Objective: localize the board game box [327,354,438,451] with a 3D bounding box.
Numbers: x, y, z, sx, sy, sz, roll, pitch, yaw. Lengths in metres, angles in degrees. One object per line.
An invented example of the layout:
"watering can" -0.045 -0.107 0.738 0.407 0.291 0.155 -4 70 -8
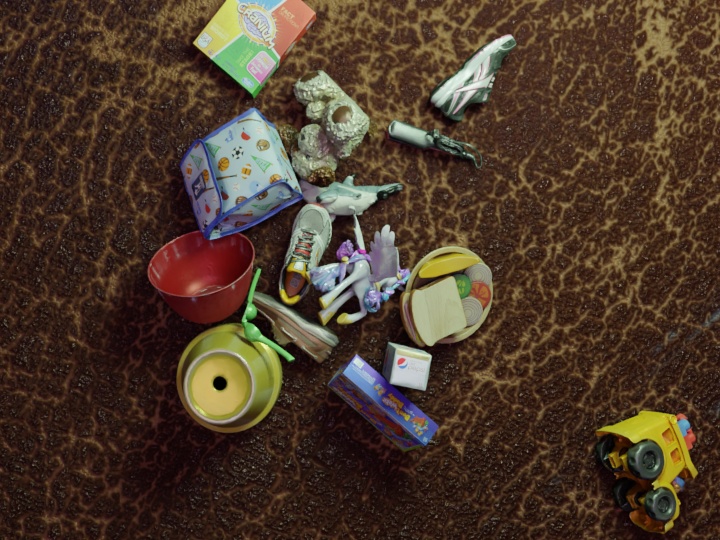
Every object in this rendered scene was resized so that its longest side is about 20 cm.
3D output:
"board game box" 0.039 0.251 1.567 0.199 0.135 0.045 41 68 0

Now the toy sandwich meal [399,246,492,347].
"toy sandwich meal" 0.168 0.053 1.587 0.200 0.070 0.210 -3 101 -16

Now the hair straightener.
"hair straightener" 0.145 -0.242 1.613 0.196 0.077 0.042 23 86 -2

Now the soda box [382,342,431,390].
"soda box" 0.082 0.173 1.540 0.067 0.200 0.065 11 88 -2

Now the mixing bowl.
"mixing bowl" -0.283 0.024 1.552 0.195 0.202 0.110 -10 128 -2

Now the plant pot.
"plant pot" -0.245 0.200 1.533 0.196 0.189 0.206 0 88 -2

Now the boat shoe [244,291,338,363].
"boat shoe" -0.139 0.109 1.597 0.197 0.076 0.073 31 94 3

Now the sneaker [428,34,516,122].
"sneaker" 0.228 -0.369 1.630 0.199 0.080 0.087 -41 102 5

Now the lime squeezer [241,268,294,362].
"lime squeezer" -0.186 0.085 1.528 0.069 0.038 0.203 -22 60 -3

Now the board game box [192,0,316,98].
"board game box" -0.204 -0.463 1.622 0.152 0.040 0.201 38 88 -1

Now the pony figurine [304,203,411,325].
"pony figurine" 0.000 0.000 1.564 0.197 0.167 0.196 -27 127 -14

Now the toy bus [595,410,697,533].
"toy bus" 0.572 0.366 1.603 0.189 0.135 0.204 -22 92 -19

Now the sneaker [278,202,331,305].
"sneaker" -0.104 -0.026 1.577 0.076 0.082 0.204 15 102 -3

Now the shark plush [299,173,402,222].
"shark plush" -0.018 -0.158 1.613 0.195 0.091 0.085 -13 58 3

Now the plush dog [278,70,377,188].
"plush dog" -0.066 -0.248 1.586 0.172 0.160 0.201 -46 50 10

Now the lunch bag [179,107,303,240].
"lunch bag" -0.233 -0.172 1.557 0.197 0.124 0.173 -27 69 12
